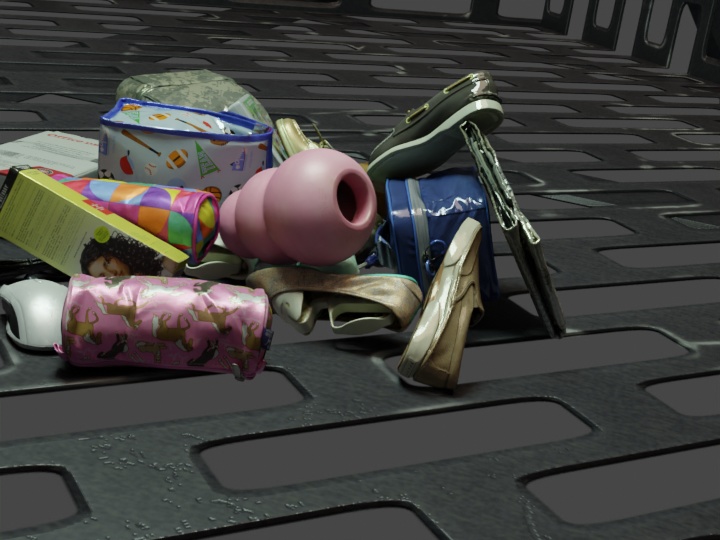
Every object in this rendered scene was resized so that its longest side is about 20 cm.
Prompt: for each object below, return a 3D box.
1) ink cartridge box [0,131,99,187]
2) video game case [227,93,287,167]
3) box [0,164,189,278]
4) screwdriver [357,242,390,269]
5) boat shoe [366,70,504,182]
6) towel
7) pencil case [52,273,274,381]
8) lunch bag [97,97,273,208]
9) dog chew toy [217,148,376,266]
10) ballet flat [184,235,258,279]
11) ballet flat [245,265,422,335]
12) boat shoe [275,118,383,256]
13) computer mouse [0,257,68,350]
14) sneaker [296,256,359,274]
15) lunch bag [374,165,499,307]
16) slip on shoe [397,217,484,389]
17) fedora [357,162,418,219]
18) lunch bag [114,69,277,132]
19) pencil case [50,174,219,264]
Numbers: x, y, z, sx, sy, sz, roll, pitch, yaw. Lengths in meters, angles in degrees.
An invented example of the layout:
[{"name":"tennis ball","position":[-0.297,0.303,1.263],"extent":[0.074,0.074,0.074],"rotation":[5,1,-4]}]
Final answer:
[{"name":"ink cartridge box","position":[-0.387,-0.106,1.414],"extent":[0.143,0.084,0.200],"rotation":[13,21,16]},{"name":"video game case","position":[-0.110,-0.152,1.516],"extent":[0.022,0.183,0.200],"rotation":[-34,11,4]},{"name":"box","position":[-0.282,-0.030,1.173],"extent":[0.199,0.076,0.050],"rotation":[29,11,2]},{"name":"screwdriver","position":[0.000,0.000,1.381],"extent":[0.029,0.028,0.200],"rotation":[43,36,8]},{"name":"boat shoe","position":[0.085,-0.167,1.350],"extent":[0.201,0.061,0.071],"rotation":[-27,-31,37]},{"name":"towel","position":[0.176,-0.049,1.276],"extent":[0.034,0.200,0.193],"rotation":[-23,45,8]},{"name":"pencil case","position":[-0.183,0.053,1.067],"extent":[0.198,0.083,0.087],"rotation":[6,29,-9]},{"name":"lunch bag","position":[-0.206,-0.105,1.363],"extent":[0.198,0.171,0.124],"rotation":[7,25,1]},{"name":"dog chew toy","position":[-0.078,-0.061,1.235],"extent":[0.199,0.125,0.124],"rotation":[-9,4,42]},{"name":"ballet flat","position":[-0.212,-0.022,1.300],"extent":[0.198,0.070,0.069],"rotation":[5,20,-12]},{"name":"ballet flat","position":[-0.035,0.035,1.194],"extent":[0.199,0.068,0.068],"rotation":[1,53,19]},{"name":"boat shoe","position":[-0.039,-0.115,1.448],"extent":[0.062,0.201,0.073],"rotation":[-33,-1,1]},{"name":"computer mouse","position":[-0.327,0.022,1.151],"extent":[0.109,0.044,0.200],"rotation":[-1,22,-28]},{"name":"sneaker","position":[-0.050,-0.047,1.318],"extent":[0.073,0.119,0.201],"rotation":[-11,19,-6]},{"name":"lunch bag","position":[0.083,-0.035,1.324],"extent":[0.131,0.137,0.200],"rotation":[-8,17,3]},{"name":"slip on shoe","position":[0.098,0.034,1.163],"extent":[0.060,0.076,0.201],"rotation":[24,51,2]},{"name":"fedora","position":[0.070,-0.081,1.502],"extent":[0.199,0.082,0.201],"rotation":[17,5,-2]},{"name":"lunch bag","position":[-0.243,-0.206,1.661],"extent":[0.167,0.140,0.199],"rotation":[24,26,39]},{"name":"pencil case","position":[-0.254,-0.055,1.236],"extent":[0.199,0.089,0.088],"rotation":[7,19,14]}]
